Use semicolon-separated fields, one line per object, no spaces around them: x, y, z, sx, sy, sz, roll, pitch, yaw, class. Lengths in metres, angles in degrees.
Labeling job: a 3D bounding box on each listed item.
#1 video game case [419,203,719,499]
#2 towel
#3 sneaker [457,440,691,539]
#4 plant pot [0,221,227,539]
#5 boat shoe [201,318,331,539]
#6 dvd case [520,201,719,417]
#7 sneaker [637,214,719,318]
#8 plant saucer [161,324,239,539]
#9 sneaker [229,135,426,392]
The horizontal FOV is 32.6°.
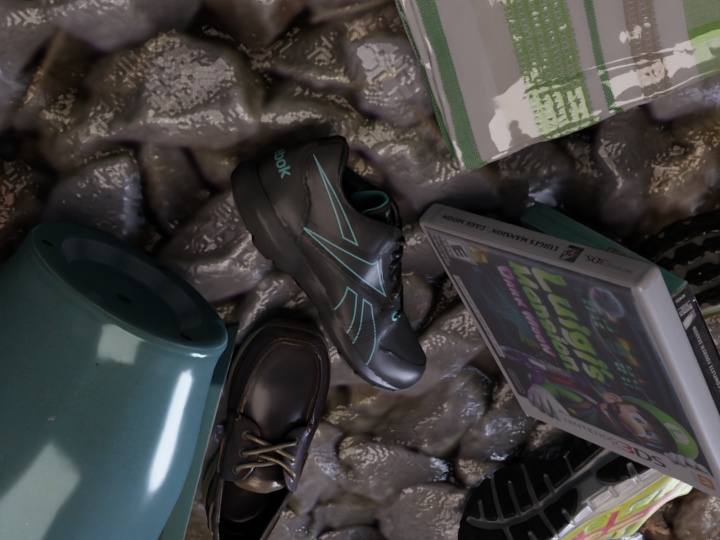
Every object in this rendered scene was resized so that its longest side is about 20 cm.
0.140;0.051;0.782;0.023;0.181;0.200;-46;128;-20;video game case
0.128;-0.147;0.712;0.199;0.031;0.150;-20;127;6;towel
0.168;0.182;0.935;0.199;0.078;0.090;-29;132;15;sneaker
-0.182;0.081;0.746;0.199;0.200;0.188;27;103;-25;plant pot
-0.062;0.124;0.857;0.074;0.073;0.201;7;125;-13;boat shoe
0.187;0.054;0.803;0.022;0.146;0.200;-41;127;-9;dvd case
0.274;0.007;0.826;0.199;0.077;0.089;-17;135;7;sneaker
-0.117;0.132;0.859;0.019;0.070;0.201;14;124;-4;plant saucer
0.000;0.000;0.774;0.079;0.076;0.200;-29;125;10;sneaker
